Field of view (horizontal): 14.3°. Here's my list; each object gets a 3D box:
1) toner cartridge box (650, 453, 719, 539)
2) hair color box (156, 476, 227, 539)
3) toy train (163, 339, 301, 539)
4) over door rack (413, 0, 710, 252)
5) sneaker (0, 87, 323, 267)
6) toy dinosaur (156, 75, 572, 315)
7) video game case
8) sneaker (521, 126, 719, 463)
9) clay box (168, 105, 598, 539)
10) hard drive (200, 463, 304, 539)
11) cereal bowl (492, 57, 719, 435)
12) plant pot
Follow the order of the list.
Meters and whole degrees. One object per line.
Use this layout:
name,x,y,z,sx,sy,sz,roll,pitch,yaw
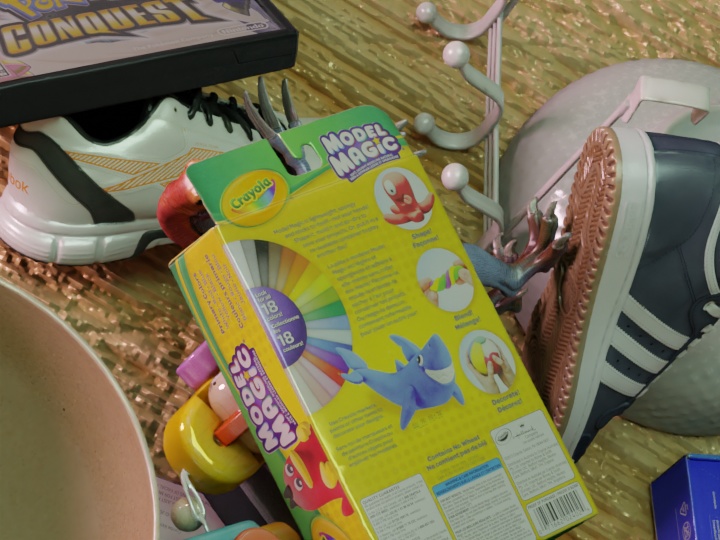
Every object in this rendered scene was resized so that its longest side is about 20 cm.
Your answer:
toner cartridge box,0.199,0.190,1.367,0.095,0.043,0.201,6,64,-21
hair color box,-0.133,0.179,1.224,0.109,0.065,0.200,22,57,-13
toy train,-0.013,0.098,1.210,0.150,0.056,0.201,24,57,-17
over door rack,0.083,-0.107,1.372,0.066,0.200,0.148,17,60,-27
sneaker,-0.072,-0.054,1.343,0.199,0.080,0.074,-8,34,-27
toy dinosaur,0.000,0.000,1.287,0.181,0.105,0.201,-7,84,-22
video game case,-0.158,-0.134,1.342,0.199,0.026,0.181,-14,42,-27
sneaker,0.143,0.019,1.335,0.108,0.200,0.070,0,42,-14
clay box,0.004,0.037,1.190,0.115,0.048,0.200,-20,79,-37
hard drive,0.023,0.141,1.289,0.200,0.033,0.139,53,35,3
cereal bowl,0.170,-0.023,1.437,0.199,0.083,0.201,9,63,-17
plant pot,-0.195,0.109,1.123,0.200,0.134,0.201,13,59,-22
